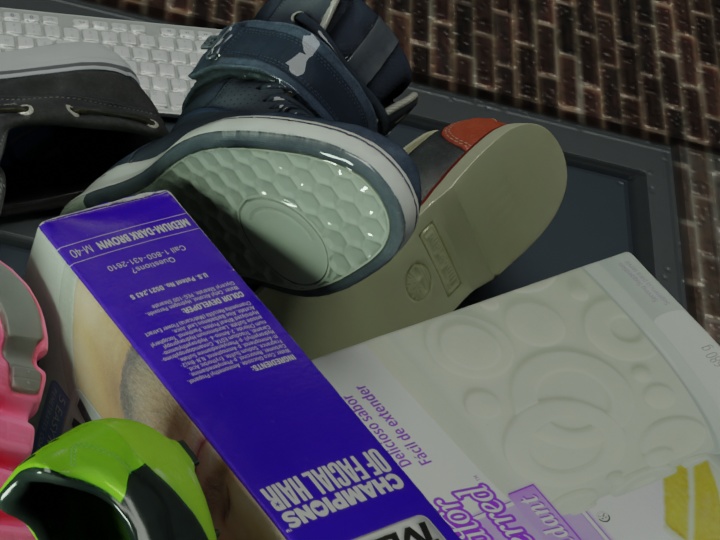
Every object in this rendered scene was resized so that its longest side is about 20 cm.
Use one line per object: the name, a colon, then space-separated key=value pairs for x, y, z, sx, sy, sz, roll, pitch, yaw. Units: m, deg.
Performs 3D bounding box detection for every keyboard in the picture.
keyboard: x=-0.084 y=-0.087 z=1.277 sx=0.199 sy=0.011 sz=0.056 roll=4 pitch=42 yaw=-20

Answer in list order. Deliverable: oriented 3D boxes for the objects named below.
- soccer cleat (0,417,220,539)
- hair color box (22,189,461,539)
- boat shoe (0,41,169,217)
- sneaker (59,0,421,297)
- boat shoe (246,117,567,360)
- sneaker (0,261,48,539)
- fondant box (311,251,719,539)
soccer cleat: x=-0.053 y=0.142 z=0.923 sx=0.081 sy=0.067 sz=0.200 roll=-16 pitch=76 yaw=-60
hair color box: x=-0.050 y=0.080 z=1.024 sx=0.065 sy=0.110 sz=0.200 roll=-18 pitch=52 yaw=-37
boat shoe: x=-0.157 y=-0.040 z=1.153 sx=0.200 sy=0.070 sz=0.066 roll=-12 pitch=48 yaw=-44
sneaker: x=-0.015 y=-0.056 z=1.116 sx=0.146 sy=0.202 sz=0.077 roll=-43 pitch=111 yaw=-30
boat shoe: x=0.000 y=0.000 z=1.175 sx=0.062 sy=0.071 sz=0.200 roll=7 pitch=37 yaw=47
sneaker: x=-0.157 y=0.092 z=0.997 sx=0.079 sy=0.095 sz=0.201 roll=27 pitch=52 yaw=-41
fondant box: x=0.065 y=0.082 z=1.097 sx=0.200 sy=0.058 sz=0.144 roll=-19 pitch=52 yaw=-33
